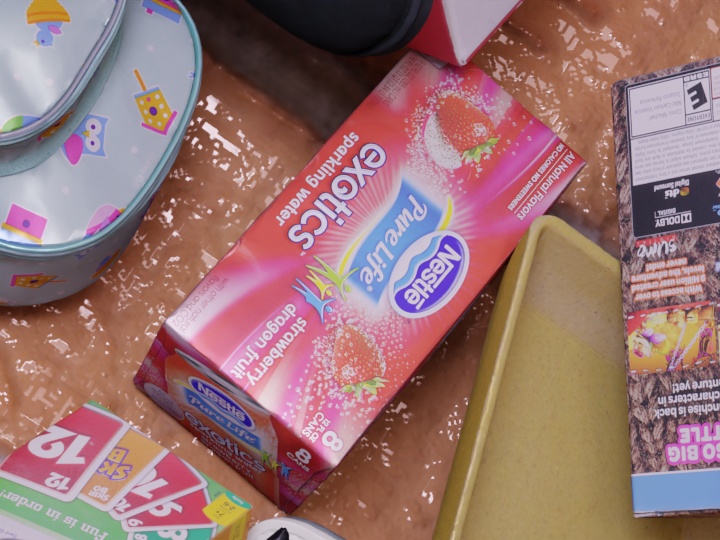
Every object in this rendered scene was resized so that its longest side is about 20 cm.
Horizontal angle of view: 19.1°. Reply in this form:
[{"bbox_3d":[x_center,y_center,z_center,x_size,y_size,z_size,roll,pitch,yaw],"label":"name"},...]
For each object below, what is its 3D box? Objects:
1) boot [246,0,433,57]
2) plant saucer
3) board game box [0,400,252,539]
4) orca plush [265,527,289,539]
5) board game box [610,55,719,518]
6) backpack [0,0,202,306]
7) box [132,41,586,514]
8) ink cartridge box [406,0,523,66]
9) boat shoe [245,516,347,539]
[{"bbox_3d":[-0.082,-0.157,0.875,0.198,0.073,0.162,45,27,25],"label":"boot"},{"bbox_3d":[0.107,0.107,0.969,0.200,0.048,0.200,33,62,-34],"label":"plant saucer"},{"bbox_3d":[-0.143,0.128,0.878,0.095,0.030,0.200,31,43,23],"label":"board game box"},{"bbox_3d":[0.027,0.183,0.857,0.105,0.071,0.200,-43,103,-38],"label":"orca plush"},{"bbox_3d":[0.204,0.005,0.933,0.097,0.159,0.200,5,80,-42],"label":"board game box"},{"bbox_3d":[-0.170,-0.086,0.935,0.200,0.153,0.176,31,61,-11],"label":"backpack"},{"bbox_3d":[0.000,0.000,0.980,0.100,0.095,0.200,41,66,1],"label":"box"},{"bbox_3d":[0.004,-0.200,1.005,0.200,0.083,0.147,25,61,30],"label":"ink cartridge box"},{"bbox_3d":[0.028,0.180,0.958,0.200,0.073,0.062,40,23,7],"label":"boat shoe"}]
